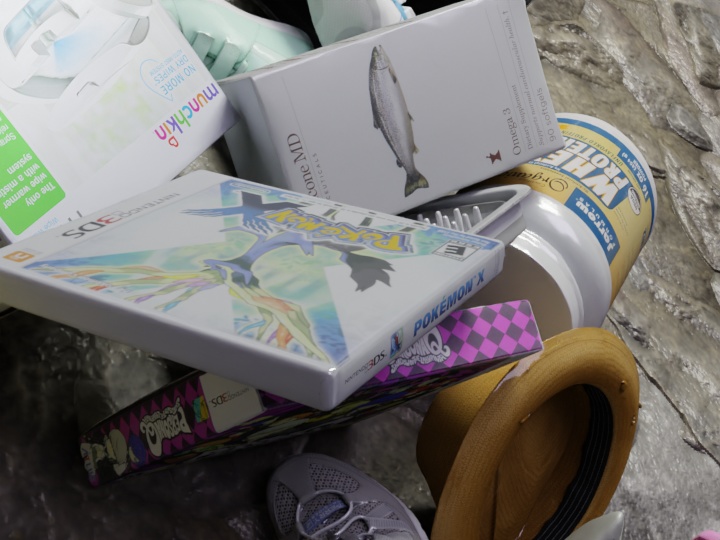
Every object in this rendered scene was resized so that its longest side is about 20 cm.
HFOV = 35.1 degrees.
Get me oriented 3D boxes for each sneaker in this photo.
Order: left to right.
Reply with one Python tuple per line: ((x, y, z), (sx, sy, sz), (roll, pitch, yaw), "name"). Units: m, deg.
((-0.096, -0.135, 0.822), (0.200, 0.074, 0.118), (2, 50, -40), "sneaker")
((0.006, 0.160, 0.617), (0.200, 0.075, 0.082), (43, -11, 43), "sneaker")
((0.014, -0.136, 0.867), (0.200, 0.075, 0.087), (59, 34, -23), "sneaker")

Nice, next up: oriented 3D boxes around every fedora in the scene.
((0.094, 0.117, 0.728), (0.200, 0.201, 0.082), (-5, 26, -41), "fedora")

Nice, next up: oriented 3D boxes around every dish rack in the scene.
((0.000, 0.000, 0.726), (0.172, 0.200, 0.044), (-33, 110, -49), "dish rack")

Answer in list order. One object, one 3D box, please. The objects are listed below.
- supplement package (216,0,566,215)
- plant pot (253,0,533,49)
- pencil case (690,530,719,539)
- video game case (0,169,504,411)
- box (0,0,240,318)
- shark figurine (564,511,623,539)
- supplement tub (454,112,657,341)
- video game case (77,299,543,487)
((0.016, -0.104, 0.778), (0.200, 0.117, 0.117), (-23, 103, -18), "supplement package")
((0.051, -0.263, 0.972), (0.200, 0.200, 0.177), (46, 28, 1), "plant pot")
((0.308, 0.271, 0.818), (0.200, 0.083, 0.087), (35, 43, -9), "pencil case")
((-0.054, -0.002, 0.568), (0.200, 0.022, 0.182), (15, 25, 25), "video game case")
((-0.197, -0.097, 0.660), (0.177, 0.097, 0.200), (55, 42, -15), "box")
((0.075, 0.238, 0.658), (0.089, 0.128, 0.215), (29, 56, 2), "shark figurine")
((0.132, -0.019, 0.861), (0.145, 0.145, 0.200), (43, 41, -2), "supplement tub")
((-0.028, 0.068, 0.636), (0.200, 0.181, 0.036), (-7, 75, -42), "video game case")
